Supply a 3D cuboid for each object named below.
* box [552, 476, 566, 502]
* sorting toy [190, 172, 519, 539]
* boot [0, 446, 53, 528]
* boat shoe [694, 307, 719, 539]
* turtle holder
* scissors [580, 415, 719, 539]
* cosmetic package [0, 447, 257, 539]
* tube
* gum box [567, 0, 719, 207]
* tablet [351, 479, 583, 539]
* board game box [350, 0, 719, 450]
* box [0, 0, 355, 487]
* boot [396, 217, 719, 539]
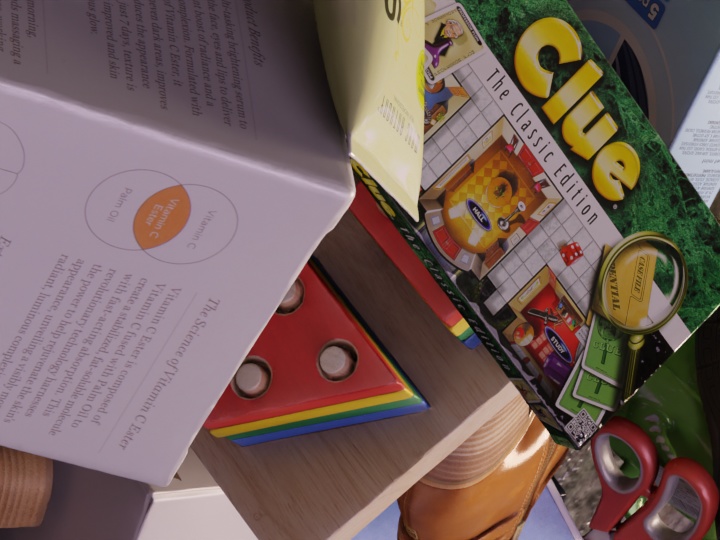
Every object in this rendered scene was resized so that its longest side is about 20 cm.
[{"bbox_3d":[0.013,0.190,1.477,0.157,0.051,0.201,-12,134,-29],"label":"box"},{"bbox_3d":[-0.018,-0.017,1.136,0.199,0.200,0.070,-41,156,4],"label":"sorting toy"},{"bbox_3d":[-0.229,0.150,1.260,0.143,0.071,0.202,1,124,-29],"label":"boot"},{"bbox_3d":[0.204,0.065,1.308,0.064,0.074,0.204,-5,91,-21],"label":"boat shoe"},{"bbox_3d":[0.165,0.044,1.407,0.132,0.186,0.141,-44,-176,-13],"label":"turtle holder"},{"bbox_3d":[0.126,0.139,1.385,0.014,0.073,0.201,-43,164,-33],"label":"scissors"},{"bbox_3d":[-0.114,0.143,1.299,0.084,0.108,0.201,-2,130,-35],"label":"cosmetic package"},{"bbox_3d":[0.002,-0.122,0.961,0.058,0.202,0.052,7,159,-30],"label":"tube"},{"bbox_3d":[0.094,-0.083,1.189,0.044,0.170,0.201,1,126,-37],"label":"gum box"},{"bbox_3d":[0.032,0.122,1.371,0.130,0.014,0.201,-30,104,-6],"label":"tablet"},{"bbox_3d":[0.060,-0.039,1.046,0.105,0.023,0.200,-45,114,-16],"label":"board game box"},{"bbox_3d":[-0.126,-0.034,0.938,0.199,0.107,0.153,17,127,-24],"label":"box"},{"bbox_3d":[0.091,0.063,1.296,0.200,0.076,0.156,-39,151,-34],"label":"boot"}]
